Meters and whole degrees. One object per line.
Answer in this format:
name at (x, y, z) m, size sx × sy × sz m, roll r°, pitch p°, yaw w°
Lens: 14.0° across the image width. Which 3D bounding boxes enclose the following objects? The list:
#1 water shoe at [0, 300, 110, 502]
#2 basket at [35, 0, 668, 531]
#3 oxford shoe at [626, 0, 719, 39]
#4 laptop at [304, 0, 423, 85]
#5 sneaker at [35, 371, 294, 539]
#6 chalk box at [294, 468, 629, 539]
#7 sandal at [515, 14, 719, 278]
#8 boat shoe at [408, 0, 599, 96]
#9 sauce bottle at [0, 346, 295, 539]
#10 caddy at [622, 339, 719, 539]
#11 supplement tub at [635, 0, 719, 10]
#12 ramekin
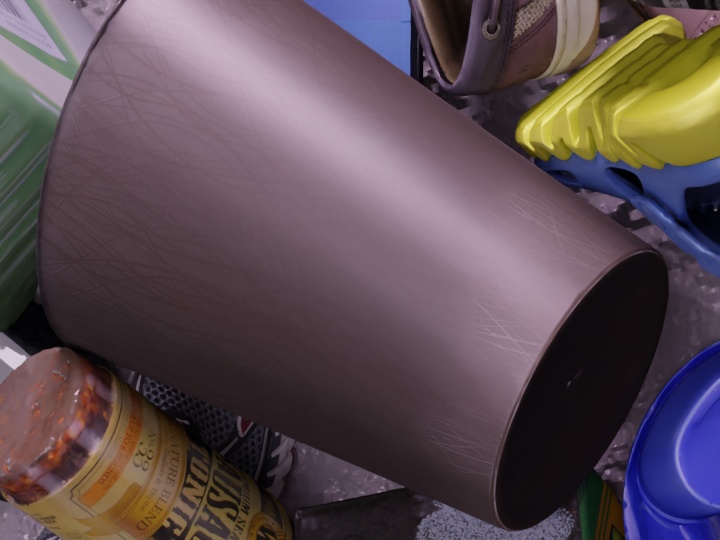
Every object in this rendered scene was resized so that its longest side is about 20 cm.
water shoe at (-0.201, 0.025, 1.251) m, size 0.200 × 0.071 × 0.079 m, roll 34°, pitch 108°, yaw 14°
basket at (0.000, 0.000, 1.070) m, size 0.199 × 0.136 × 0.181 m, roll 30°, pitch 132°, yaw 24°
oxford shoe at (0.161, -0.085, 1.103) m, size 0.200 × 0.073 × 0.071 m, roll 40°, pitch 108°, yaw 12°
laptop at (-0.071, -0.161, 1.128) m, size 0.177 × 0.200 × 0.104 m, roll 5°, pitch 60°, yaw 46°
sneaker at (-0.092, 0.109, 1.218) m, size 0.080 × 0.075 × 0.201 m, roll 30°, pitch 104°, yaw 15°
chalk box at (0.053, 0.191, 1.101) m, size 0.124 × 0.124 × 0.201 m, roll -14°, pitch 57°, yaw 21°
sandal at (0.115, -0.039, 1.044) m, size 0.079 × 0.200 × 0.087 m, roll -38°, pitch 102°, yaw -3°
boat shoe at (0.032, -0.159, 1.054) m, size 0.072 × 0.065 × 0.201 m, roll 5°, pitch 115°, yaw 49°
sauce bottle at (-0.063, 0.105, 1.159) m, size 0.066 × 0.200 × 0.066 m, roll -29°, pitch 41°, yaw 29°
caddy at (0.197, 0.079, 1.085) m, size 0.199 × 0.105 × 0.142 m, roll -18°, pitch 89°, yaw 0°
supplement tub at (0.153, -0.145, 0.963) m, size 0.199 × 0.122 × 0.123 m, roll 3°, pitch 97°, yaw 12°
ramekin at (-0.177, -0.080, 1.168) m, size 0.098 × 0.200 × 0.200 m, roll -43°, pitch 81°, yaw 12°
